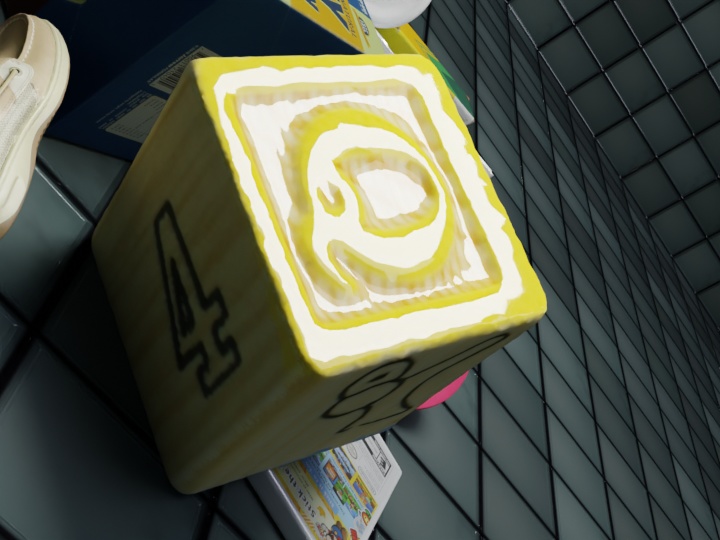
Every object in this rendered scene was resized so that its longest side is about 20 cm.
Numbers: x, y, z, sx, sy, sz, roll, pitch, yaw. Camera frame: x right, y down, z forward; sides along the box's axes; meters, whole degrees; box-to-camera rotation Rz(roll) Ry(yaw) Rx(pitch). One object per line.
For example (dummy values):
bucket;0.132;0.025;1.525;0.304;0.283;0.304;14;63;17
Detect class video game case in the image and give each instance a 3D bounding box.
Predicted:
video game case;-0.047;0.120;0.786;0.202;0.023;0.182;59;22;-5

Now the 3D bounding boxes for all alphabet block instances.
alphabet block;-0.036;0.001;0.645;0.193;0.200;0.199;-12;69;-39

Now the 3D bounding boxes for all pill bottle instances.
pill bottle;0.018;-0.346;1.115;0.116;0.115;0.201;49;11;-23

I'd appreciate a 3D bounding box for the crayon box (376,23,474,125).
crayon box;0.037;-0.230;1.246;0.200;0.126;0.051;43;27;-36

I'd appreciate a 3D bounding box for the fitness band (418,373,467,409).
fitness band;0.045;0.033;0.945;0.143;0.037;0.203;-27;108;-41

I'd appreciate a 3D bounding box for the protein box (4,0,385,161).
protein box;-0.121;-0.187;0.767;0.199;0.197;0.137;12;53;-61

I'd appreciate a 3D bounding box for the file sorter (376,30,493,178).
file sorter;0.032;-0.142;1.081;0.201;0.124;0.139;50;8;-2

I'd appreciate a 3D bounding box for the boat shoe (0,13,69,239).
boat shoe;-0.229;-0.099;0.605;0.065;0.071;0.202;42;34;-38
